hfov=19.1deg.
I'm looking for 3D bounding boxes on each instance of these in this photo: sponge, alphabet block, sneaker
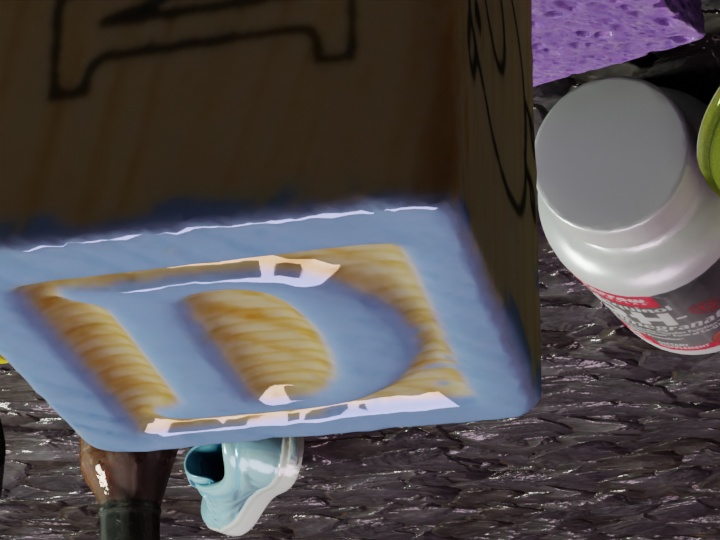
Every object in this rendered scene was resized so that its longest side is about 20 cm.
[{"bbox_3d":[0.049,-0.113,0.997,0.199,0.030,0.111,-14,158,32],"label":"sponge"},{"bbox_3d":[-0.040,-0.062,0.825,0.194,0.202,0.196,-5,154,11],"label":"alphabet block"},{"bbox_3d":[-0.113,0.165,1.794,0.081,0.075,0.200,13,150,-17],"label":"sneaker"}]

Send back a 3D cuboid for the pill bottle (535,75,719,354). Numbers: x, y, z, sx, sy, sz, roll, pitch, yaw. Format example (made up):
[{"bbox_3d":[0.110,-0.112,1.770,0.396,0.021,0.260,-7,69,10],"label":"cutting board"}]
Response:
[{"bbox_3d":[0.157,-0.031,1.133,0.110,0.112,0.200,-9,161,20],"label":"pill bottle"}]

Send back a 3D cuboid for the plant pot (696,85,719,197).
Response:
[{"bbox_3d":[0.280,-0.014,0.967,0.199,0.194,0.201,-15,149,-9],"label":"plant pot"}]

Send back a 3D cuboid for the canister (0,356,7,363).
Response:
[{"bbox_3d":[-0.151,-0.011,1.203,0.198,0.087,0.149,-9,162,15],"label":"canister"}]

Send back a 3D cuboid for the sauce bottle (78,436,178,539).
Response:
[{"bbox_3d":[-0.144,0.091,1.327,0.065,0.202,0.066,-2,164,-1],"label":"sauce bottle"}]

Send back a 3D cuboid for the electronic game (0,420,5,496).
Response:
[{"bbox_3d":[-0.263,0.052,1.217,0.041,0.201,0.200,-30,158,5],"label":"electronic game"}]
